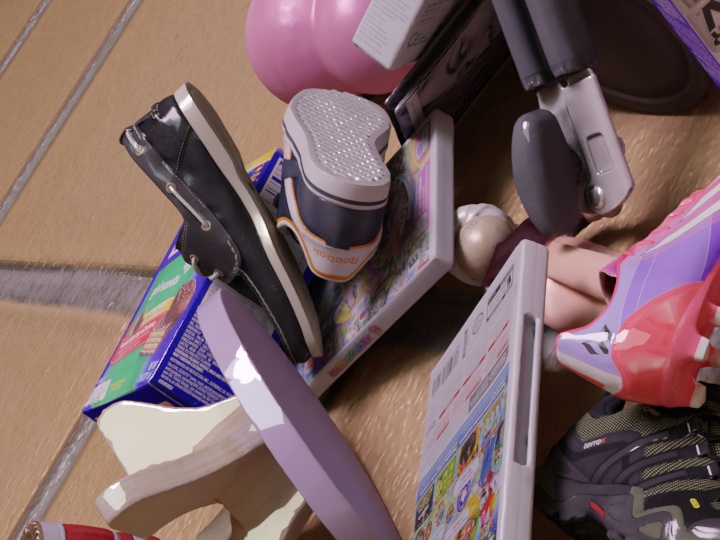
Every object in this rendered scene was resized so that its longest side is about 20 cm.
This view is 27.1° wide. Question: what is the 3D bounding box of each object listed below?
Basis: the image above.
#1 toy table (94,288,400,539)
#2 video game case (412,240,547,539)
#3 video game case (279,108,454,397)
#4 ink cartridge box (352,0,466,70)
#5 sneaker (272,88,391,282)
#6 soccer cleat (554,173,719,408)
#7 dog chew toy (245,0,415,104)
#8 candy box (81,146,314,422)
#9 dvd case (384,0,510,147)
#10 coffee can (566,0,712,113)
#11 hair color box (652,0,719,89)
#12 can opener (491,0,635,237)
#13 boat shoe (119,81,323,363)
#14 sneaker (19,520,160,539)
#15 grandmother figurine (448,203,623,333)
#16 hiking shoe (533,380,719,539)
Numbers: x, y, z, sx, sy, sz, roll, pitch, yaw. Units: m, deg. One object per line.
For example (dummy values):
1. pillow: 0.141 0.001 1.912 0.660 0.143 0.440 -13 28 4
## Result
1. toy table: -0.073 0.125 0.907 0.117 0.184 0.201 -39 52 4
2. video game case: 0.062 0.102 0.820 0.144 0.018 0.202 120 165 -48
3. video game case: 0.000 0.000 1.029 0.200 0.018 0.144 -46 28 38
4. ink cartridge box: 0.092 -0.240 0.999 0.201 0.040 0.199 -59 -14 28
5. sneaker: -0.021 -0.062 1.013 0.201 0.077 0.080 -90 13 -66
6. soccer cleat: 0.166 -0.004 0.777 0.076 0.067 0.200 15 40 20
7. dog chew toy: 0.002 -0.194 1.193 0.198 0.125 0.126 0 56 41
8. candy box: -0.107 0.026 1.096 0.169 0.077 0.202 -24 35 61
9. dvd case: 0.092 -0.170 1.058 0.201 0.016 0.149 -51 -12 -3
10. coffee can: 0.198 -0.225 0.950 0.146 0.146 0.201 10 64 54
11. hair color box: 0.223 -0.145 0.784 0.109 0.200 0.065 -43 34 8
12. can opener: 0.106 -0.123 0.866 0.066 0.203 0.052 -16 -1 -37
13. boat shoe: -0.088 -0.023 0.996 0.067 0.202 0.072 -31 0 4
14. sneaker: -0.186 0.262 1.004 0.071 0.111 0.202 48 125 56
15. grandmother figurine: 0.115 0.000 0.903 0.121 0.061 0.199 -47 33 -13
16. hiking shoe: 0.161 0.100 0.722 0.199 0.076 0.101 15 71 57
